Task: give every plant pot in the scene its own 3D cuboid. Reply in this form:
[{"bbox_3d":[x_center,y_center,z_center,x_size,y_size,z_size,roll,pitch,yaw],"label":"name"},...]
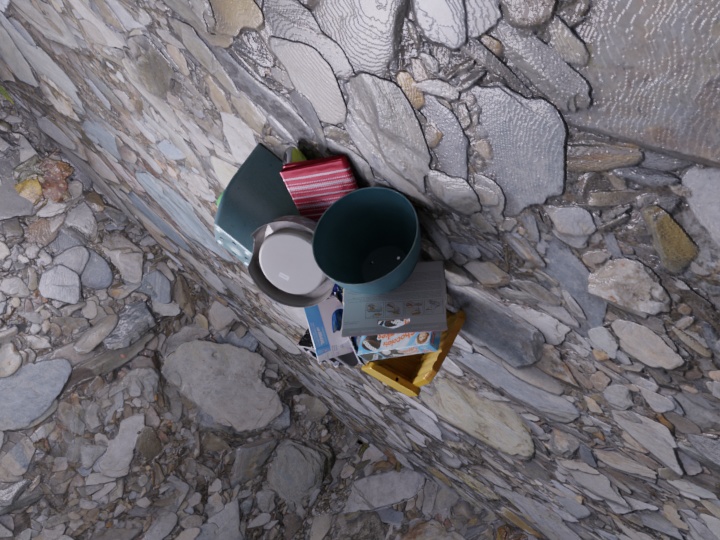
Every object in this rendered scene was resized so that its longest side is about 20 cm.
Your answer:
[{"bbox_3d":[0.028,-0.035,1.144,0.200,0.200,0.135,27,165,32],"label":"plant pot"},{"bbox_3d":[-0.223,-0.119,1.391,0.196,0.200,0.196,39,161,2],"label":"plant pot"}]

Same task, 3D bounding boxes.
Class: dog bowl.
[{"bbox_3d":[-0.133,-0.022,1.256,0.199,0.059,0.201,8,122,13],"label":"dog bowl"}]

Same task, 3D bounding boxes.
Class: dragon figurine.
[{"bbox_3d":[-0.027,0.116,1.400,0.059,0.201,0.099,-15,152,36],"label":"dragon figurine"}]

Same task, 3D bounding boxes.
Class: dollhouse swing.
[{"bbox_3d":[0.112,0.148,1.347,0.181,0.200,0.176,27,161,15],"label":"dollhouse swing"}]

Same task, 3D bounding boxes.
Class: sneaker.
[{"bbox_3d":[-0.086,-0.172,1.250,0.076,0.076,0.200,-13,129,28],"label":"sneaker"}]

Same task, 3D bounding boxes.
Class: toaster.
[{"bbox_3d":[-0.066,0.181,1.813,0.181,0.200,0.119,-1,140,51],"label":"toaster"}]

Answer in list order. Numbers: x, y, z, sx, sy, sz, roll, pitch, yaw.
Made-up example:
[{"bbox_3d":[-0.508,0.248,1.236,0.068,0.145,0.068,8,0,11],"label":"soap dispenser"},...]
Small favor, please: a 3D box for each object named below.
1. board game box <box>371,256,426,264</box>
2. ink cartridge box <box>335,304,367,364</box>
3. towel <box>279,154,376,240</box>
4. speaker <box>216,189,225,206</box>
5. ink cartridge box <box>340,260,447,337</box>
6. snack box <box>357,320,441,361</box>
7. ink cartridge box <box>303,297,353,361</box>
[{"bbox_3d":[0.060,-0.022,1.299,0.200,0.035,0.126,42,146,-7],"label":"board game box"},{"bbox_3d":[0.038,0.124,1.532,0.057,0.162,0.200,-116,3,-60],"label":"ink cartridge box"},{"bbox_3d":[-0.059,-0.131,1.208,0.144,0.023,0.200,-6,128,24],"label":"towel"},{"bbox_3d":[-0.278,-0.139,1.620,0.200,0.089,0.088,38,161,4],"label":"speaker"},{"bbox_3d":[0.066,0.063,1.181,0.199,0.177,0.045,-4,137,8],"label":"ink cartridge box"},{"bbox_3d":[0.087,0.126,1.324,0.200,0.116,0.037,-16,139,40],"label":"snack box"},{"bbox_3d":[-0.037,0.145,1.649,0.129,0.199,0.126,88,165,-67],"label":"ink cartridge box"}]
